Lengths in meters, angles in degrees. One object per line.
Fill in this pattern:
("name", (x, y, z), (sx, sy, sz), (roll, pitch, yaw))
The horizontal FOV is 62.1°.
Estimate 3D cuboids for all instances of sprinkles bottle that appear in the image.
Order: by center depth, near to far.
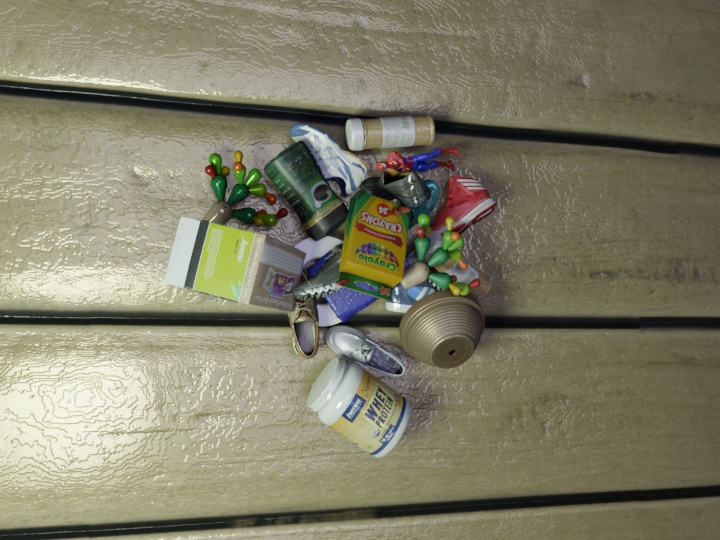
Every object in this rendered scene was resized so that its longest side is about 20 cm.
("sprinkles bottle", (0.068, -0.313, 1.358), (0.196, 0.068, 0.070), (-6, 91, -13))
("sprinkles bottle", (0.216, -0.008, 1.371), (0.199, 0.068, 0.069), (37, 81, -28))

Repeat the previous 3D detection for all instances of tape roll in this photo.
("tape roll", (-0.089, 0.024, 1.342), (0.199, 0.037, 0.207), (0, 90, -13))

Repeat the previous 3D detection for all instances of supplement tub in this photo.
("supplement tub", (-0.004, 0.295, 1.303), (0.199, 0.144, 0.146), (35, 82, -10))

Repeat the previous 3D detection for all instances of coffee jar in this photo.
("coffee jar", (-0.113, -0.169, 1.293), (0.104, 0.085, 0.201), (-40, 99, -35))

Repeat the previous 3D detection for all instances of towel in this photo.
("towel", (0.000, 0.000, 1.307), (0.199, 0.050, 0.149), (-35, 92, 2))

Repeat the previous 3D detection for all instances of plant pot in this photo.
("plant pot", (0.190, 0.149, 1.325), (0.197, 0.093, 0.203), (-6, 128, -7))

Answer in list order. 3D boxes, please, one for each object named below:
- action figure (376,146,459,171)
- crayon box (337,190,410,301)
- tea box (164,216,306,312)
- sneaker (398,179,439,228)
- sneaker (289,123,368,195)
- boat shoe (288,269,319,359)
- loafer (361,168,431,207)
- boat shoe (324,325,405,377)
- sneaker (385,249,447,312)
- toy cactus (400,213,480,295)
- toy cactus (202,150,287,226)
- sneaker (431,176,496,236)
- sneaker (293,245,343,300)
("action figure", (0.136, -0.231, 1.355), (0.196, 0.100, 0.066), (-6, 133, -15))
("crayon box", (0.030, -0.051, 1.222), (0.125, 0.051, 0.203), (16, 64, -18))
("tea box", (-0.241, -0.007, 1.189), (0.194, 0.200, 0.136), (13, 86, 18))
("sneaker", (0.113, -0.129, 1.369), (0.200, 0.080, 0.078), (-45, 99, -10))
("sneaker", (-0.080, -0.244, 1.328), (0.198, 0.075, 0.089), (32, 83, -10))
("boat shoe", (-0.120, 0.091, 1.278), (0.074, 0.072, 0.204), (-12, 92, -13))
("loafer", (0.069, -0.192, 1.302), (0.073, 0.198, 0.073), (-44, 125, -27))
("boat shoe", (0.013, 0.187, 1.347), (0.199, 0.068, 0.073), (34, 82, -11))
("sneaker", (0.153, 0.023, 1.375), (0.196, 0.081, 0.149), (4, 93, -7))
("toy cactus", (0.157, -0.013, 1.259), (0.164, 0.102, 0.201), (-34, 113, -3))
("toy cactus", (-0.268, -0.149, 1.275), (0.165, 0.102, 0.200), (-44, 107, 0))
("sneaker", (0.210, -0.144, 1.410), (0.198, 0.078, 0.117), (-29, 72, -5))
("sneaker", (-0.054, -0.002, 1.244), (0.197, 0.066, 0.092), (-19, 83, -15))
